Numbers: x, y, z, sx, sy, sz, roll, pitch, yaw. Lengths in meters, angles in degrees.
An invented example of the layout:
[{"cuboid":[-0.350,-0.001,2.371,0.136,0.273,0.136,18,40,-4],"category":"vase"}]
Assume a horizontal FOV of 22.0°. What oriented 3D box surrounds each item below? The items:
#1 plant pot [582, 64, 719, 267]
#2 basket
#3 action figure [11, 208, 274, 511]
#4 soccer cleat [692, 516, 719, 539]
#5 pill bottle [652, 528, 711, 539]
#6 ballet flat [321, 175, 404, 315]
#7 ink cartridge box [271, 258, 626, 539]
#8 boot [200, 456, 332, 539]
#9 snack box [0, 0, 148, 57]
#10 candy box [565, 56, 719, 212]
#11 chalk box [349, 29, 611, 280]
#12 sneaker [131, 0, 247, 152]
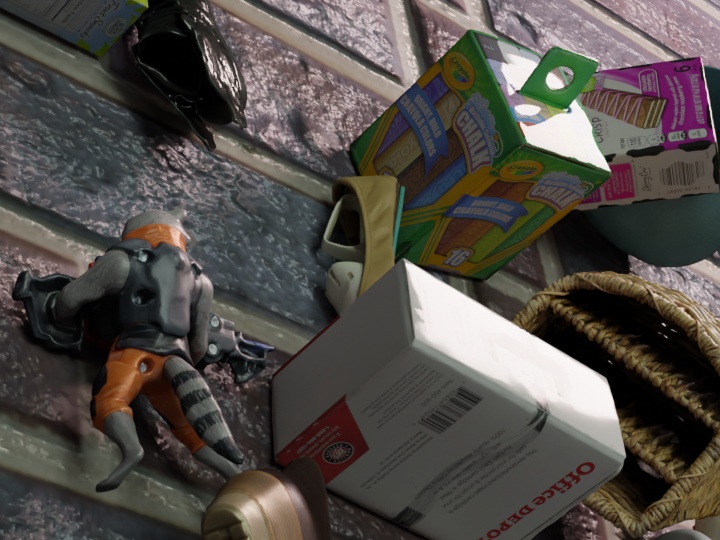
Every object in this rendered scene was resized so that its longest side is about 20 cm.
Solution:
[{"cuboid":[0.292,-0.083,1.752,0.201,0.199,0.135,-88,165,-49],"category":"plant pot"},{"cuboid":[0.205,0.089,1.417,0.200,0.143,0.149,40,23,30],"category":"basket"},{"cuboid":[-0.108,0.050,1.163,0.199,0.104,0.194,10,58,-42],"category":"action figure"},{"cuboid":[0.364,0.253,1.553,0.200,0.078,0.069,37,33,-20],"category":"soccer cleat"},{"cuboid":[0.287,0.291,1.381,0.200,0.114,0.115,38,33,-18],"category":"pill bottle"},{"cuboid":[0.000,0.000,1.404,0.063,0.069,0.200,10,38,-7],"category":"ballet flat"},{"cuboid":[0.060,0.102,1.270,0.200,0.147,0.083,30,34,-30],"category":"ink cartridge box"},{"cuboid":[-0.034,0.214,1.101,0.166,0.072,0.201,-4,82,-74],"category":"boot"},{"cuboid":[-0.256,-0.269,1.350,0.199,0.068,0.169,24,40,-34],"category":"snack box"},{"cuboid":[0.217,-0.120,1.664,0.137,0.199,0.061,-87,165,-50],"category":"candy box"},{"cuboid":[0.112,-0.103,1.504,0.124,0.200,0.124,13,46,-44],"category":"chalk box"},{"cuboid":[-0.138,-0.175,1.379,0.200,0.060,0.104,59,10,10],"category":"sneaker"}]
